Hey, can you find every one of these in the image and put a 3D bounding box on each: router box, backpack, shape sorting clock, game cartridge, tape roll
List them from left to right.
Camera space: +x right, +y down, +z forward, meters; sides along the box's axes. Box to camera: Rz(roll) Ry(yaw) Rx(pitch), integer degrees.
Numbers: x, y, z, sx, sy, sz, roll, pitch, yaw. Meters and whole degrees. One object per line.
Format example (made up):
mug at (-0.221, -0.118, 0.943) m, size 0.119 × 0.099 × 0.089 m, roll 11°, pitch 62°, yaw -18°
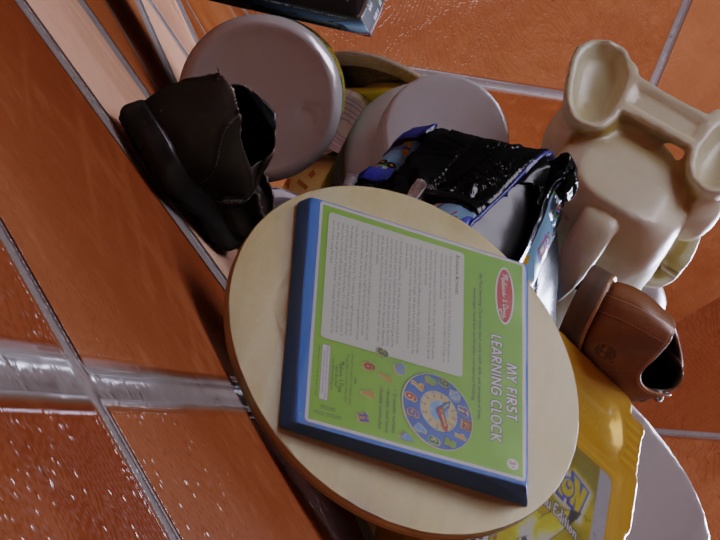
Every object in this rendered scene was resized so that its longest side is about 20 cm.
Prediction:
router box at (-0.082, -0.219, 1.514) m, size 0.150 × 0.199 × 0.062 m, roll -10°, pitch 113°, yaw -86°
shape sorting clock at (0.022, 0.044, 1.077) m, size 0.200 × 0.199 × 0.039 m, roll 60°, pitch -38°, yaw 21°
backpack at (0.034, 0.031, 1.269) m, size 0.134 × 0.200 × 0.183 m, roll 17°, pitch -50°, yaw 24°
game cartridge at (0.086, 0.117, 1.152) m, size 0.176 × 0.032 × 0.201 m, roll 42°, pitch 49°, yaw -34°
tape roll at (0.141, 0.147, 1.468) m, size 0.202 × 0.071 × 0.203 m, roll 43°, pitch -21°, yaw 21°

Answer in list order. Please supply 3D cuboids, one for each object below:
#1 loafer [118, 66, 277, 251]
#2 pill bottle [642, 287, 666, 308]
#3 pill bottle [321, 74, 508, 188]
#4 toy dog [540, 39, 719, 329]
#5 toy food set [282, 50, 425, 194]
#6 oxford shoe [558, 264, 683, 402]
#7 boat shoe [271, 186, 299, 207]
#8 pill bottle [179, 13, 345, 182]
loafer at (-0.074, -0.063, 1.218) m, size 0.073 × 0.071 × 0.200 m, roll 60°, pitch 4°, yaw 10°
pill bottle at (0.117, 0.034, 1.584) m, size 0.104 × 0.200 × 0.104 m, roll 60°, pitch -1°, yaw 2°
pill bottle at (0.038, -0.063, 1.483) m, size 0.113 × 0.113 × 0.200 m, roll 59°, pitch -15°, yaw 8°
toy dog at (0.162, -0.016, 1.441) m, size 0.200 × 0.139 × 0.194 m, roll 114°, pitch -3°, yaw -53°
toy food set at (0.008, -0.085, 1.664) m, size 0.049 × 0.199 × 0.198 m, roll -51°, pitch 132°, yaw -42°
oxford shoe at (0.157, 0.061, 1.289) m, size 0.071 × 0.072 × 0.200 m, roll 25°, pitch -12°, yaw 12°
boat shoe at (0.000, 0.000, 1.417) m, size 0.200 × 0.074 × 0.065 m, roll 37°, pitch 5°, yaw -26°
pill bottle at (-0.066, -0.123, 1.511) m, size 0.113 × 0.113 × 0.200 m, roll 59°, pitch 3°, yaw -5°
